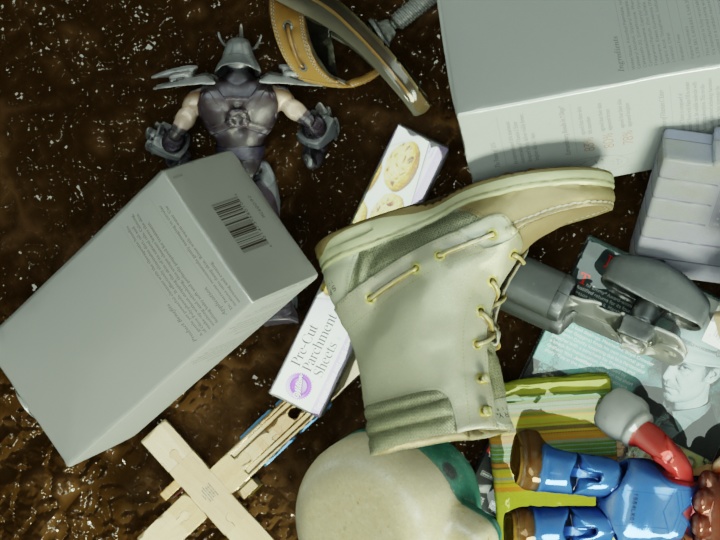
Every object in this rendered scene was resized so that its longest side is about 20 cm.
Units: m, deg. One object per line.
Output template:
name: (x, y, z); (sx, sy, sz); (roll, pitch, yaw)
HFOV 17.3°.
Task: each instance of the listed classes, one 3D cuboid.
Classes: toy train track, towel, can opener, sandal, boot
toy train track: (-0.070, 0.122, 1.616); (0.200, 0.033, 0.115); (-43, 85, 2)
towel: (0.133, 0.170, 1.593); (0.086, 0.018, 0.201); (-4, 98, 8)
can opener: (0.132, 0.004, 1.562); (0.199, 0.053, 0.067); (25, 74, 14)
sandal: (-0.037, -0.156, 1.529); (0.200, 0.082, 0.055); (38, 92, 13)
boot: (0.081, 0.026, 1.500); (0.199, 0.072, 0.156); (-17, 75, 11)

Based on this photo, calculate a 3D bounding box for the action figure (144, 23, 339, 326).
action figure: (-0.080, -0.063, 1.576); (0.129, 0.069, 0.201); (-1, 93, 11)

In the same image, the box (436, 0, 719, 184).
box: (0.157, -0.129, 1.506); (0.199, 0.125, 0.098); (-10, 65, 5)

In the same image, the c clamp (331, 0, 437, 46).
c clamp: (0.047, -0.213, 1.566); (0.199, 0.027, 0.171); (-31, 93, 8)

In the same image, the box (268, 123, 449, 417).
box: (0.000, 0.000, 1.577); (0.041, 0.039, 0.201); (26, 91, 3)

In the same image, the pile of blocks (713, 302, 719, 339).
pile of blocks: (0.280, 0.030, 1.541); (0.082, 0.062, 0.201); (5, 137, 23)

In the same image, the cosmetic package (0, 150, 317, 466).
cosmetic package: (-0.139, 0.025, 1.536); (0.200, 0.085, 0.108); (-39, 81, 32)

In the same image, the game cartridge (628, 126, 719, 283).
game cartridge: (0.282, -0.034, 1.525); (0.199, 0.039, 0.130); (8, 140, -1)

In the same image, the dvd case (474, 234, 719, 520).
dvd case: (0.175, 0.097, 1.598); (0.145, 0.022, 0.201); (25, 99, 1)

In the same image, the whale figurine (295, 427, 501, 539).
whale figurine: (0.046, 0.193, 1.569); (0.159, 0.104, 0.201); (-35, 86, 41)

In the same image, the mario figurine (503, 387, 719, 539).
mario figurine: (0.194, 0.155, 1.558); (0.199, 0.106, 0.124); (7, 131, -4)
